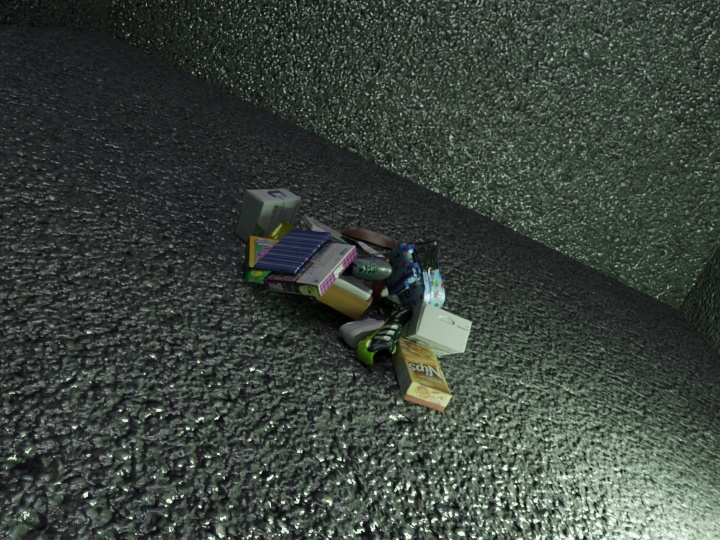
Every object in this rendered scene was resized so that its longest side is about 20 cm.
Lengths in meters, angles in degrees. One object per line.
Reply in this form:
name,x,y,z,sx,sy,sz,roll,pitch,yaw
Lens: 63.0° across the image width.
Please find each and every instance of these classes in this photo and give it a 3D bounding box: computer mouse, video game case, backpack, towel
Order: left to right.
towel,-0.177,-0.050,1.565,0.141,0.024,0.201,5,36,29
towel,-0.183,-0.075,1.752,0.197,0.018,0.086,33,61,19
video game case,-0.128,-0.009,1.523,0.176,0.037,0.201,5,34,29
video game case,-0.079,-0.107,1.815,0.196,0.018,0.143,27,9,-22
computer mouse,0.124,0.136,1.741,0.137,0.047,0.201,19,22,-20
backpack,0.160,0.034,1.740,0.131,0.182,0.207,-6,75,-32

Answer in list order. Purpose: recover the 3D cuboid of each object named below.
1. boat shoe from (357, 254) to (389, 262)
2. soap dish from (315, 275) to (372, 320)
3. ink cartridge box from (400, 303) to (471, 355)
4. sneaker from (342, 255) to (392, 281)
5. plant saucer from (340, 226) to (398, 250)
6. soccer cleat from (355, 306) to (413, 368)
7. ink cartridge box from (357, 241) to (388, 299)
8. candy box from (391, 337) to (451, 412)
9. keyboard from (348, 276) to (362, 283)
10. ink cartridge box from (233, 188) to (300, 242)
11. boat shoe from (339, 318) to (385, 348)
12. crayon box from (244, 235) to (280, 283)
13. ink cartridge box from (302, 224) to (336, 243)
boat shoe,-0.014,-0.030,1.705,0.194,0.065,0.074,16,22,-8
soap dish,-0.045,0.065,1.610,0.154,0.083,0.200,26,4,2
ink cartridge box,0.190,0.161,1.570,0.142,0.087,0.200,20,-14,-7
sneaker,0.000,0.000,1.633,0.193,0.077,0.088,8,18,-14
plant saucer,0.036,-0.100,1.811,0.194,0.038,0.200,18,1,0
soccer cleat,0.073,0.170,1.493,0.198,0.068,0.081,-38,63,-24
ink cartridge box,0.029,-0.005,1.909,0.197,0.087,0.145,31,22,21
candy box,0.147,0.256,1.477,0.112,0.057,0.201,21,21,-16
keyboard,-0.002,-0.010,1.769,0.055,0.011,0.201,21,22,4
ink cartridge box,-0.289,-0.172,1.849,0.086,0.149,0.198,31,23,23
boat shoe,0.023,0.158,1.563,0.196,0.074,0.068,-12,40,-44
crayon box,-0.220,-0.020,1.626,0.193,0.059,0.121,10,43,-19
ink cartridge box,-0.130,-0.067,1.825,0.197,0.068,0.118,32,-15,17
